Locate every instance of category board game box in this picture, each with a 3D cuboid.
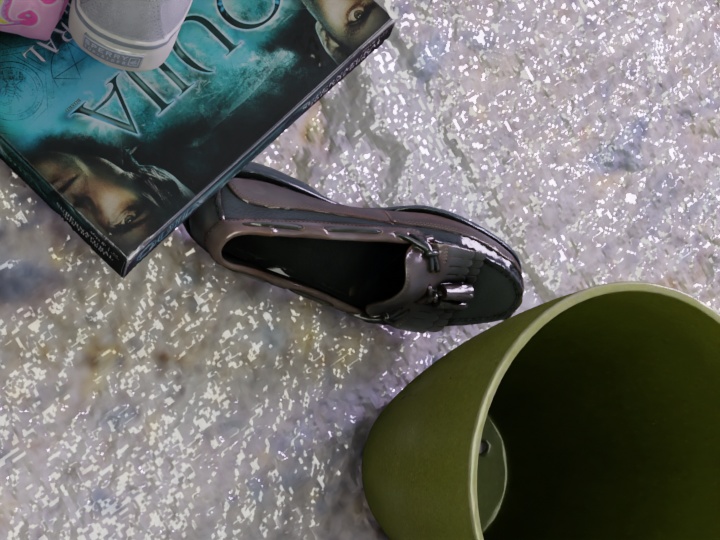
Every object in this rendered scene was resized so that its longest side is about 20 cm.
[{"bbox_3d":[-0.096,-0.109,1.092,0.135,0.028,0.200,44,67,6],"label":"board game box"}]

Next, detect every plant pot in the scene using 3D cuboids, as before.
[{"bbox_3d":[0.086,0.103,1.103,0.186,0.200,0.188,1,87,-27],"label":"plant pot"}]

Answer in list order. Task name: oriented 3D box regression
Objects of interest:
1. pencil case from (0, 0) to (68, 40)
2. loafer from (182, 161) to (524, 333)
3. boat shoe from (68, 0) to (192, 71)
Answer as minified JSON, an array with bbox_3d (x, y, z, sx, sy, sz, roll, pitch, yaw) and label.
[{"bbox_3d":[-0.234,-0.163,1.008,0.199,0.087,0.088,8,83,-19],"label":"pencil case"},{"bbox_3d":[0.000,0.000,1.132,0.199,0.063,0.072,15,116,-21],"label":"loafer"},{"bbox_3d":[-0.093,-0.181,1.039,0.070,0.072,0.201,20,43,-12],"label":"boat shoe"}]
